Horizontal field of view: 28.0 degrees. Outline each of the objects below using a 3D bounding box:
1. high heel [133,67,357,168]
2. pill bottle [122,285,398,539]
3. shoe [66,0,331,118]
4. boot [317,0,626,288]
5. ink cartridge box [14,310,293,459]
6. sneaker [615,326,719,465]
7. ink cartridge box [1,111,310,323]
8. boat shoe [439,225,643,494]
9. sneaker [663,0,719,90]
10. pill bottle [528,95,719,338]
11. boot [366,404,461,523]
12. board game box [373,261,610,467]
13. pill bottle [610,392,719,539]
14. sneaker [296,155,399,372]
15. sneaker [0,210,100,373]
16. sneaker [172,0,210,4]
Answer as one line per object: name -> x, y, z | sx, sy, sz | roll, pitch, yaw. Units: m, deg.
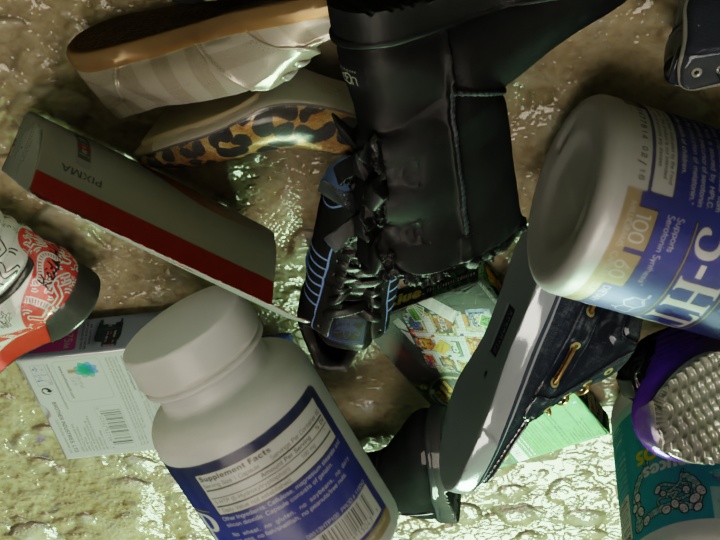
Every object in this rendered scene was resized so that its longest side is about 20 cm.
high heel -> -0.025, -0.071, 0.872 | 0.199, 0.072, 0.143 | -23, 130, 18
pill bottle -> -0.069, 0.115, 0.969 | 0.119, 0.120, 0.201 | -21, 111, 24
shoe -> -0.070, -0.127, 0.813 | 0.199, 0.070, 0.054 | -8, 118, 24
boot -> 0.069, -0.087, 0.783 | 0.197, 0.073, 0.163 | -19, 122, -19
ink cartridge box -> -0.137, 0.081, 1.060 | 0.199, 0.042, 0.120 | -5, 136, 8
sneaker -> 0.208, 0.077, 0.952 | 0.099, 0.200, 0.070 | -7, 99, 37
ink cartridge box -> -0.119, -0.035, 0.843 | 0.162, 0.050, 0.200 | 26, 177, -23
boat shoe -> 0.125, 0.070, 0.972 | 0.090, 0.071, 0.201 | 16, 109, -18
sneaker -> 0.246, -0.094, 0.795 | 0.145, 0.077, 0.203 | -14, 107, 10
pill bottle -> 0.213, -0.022, 0.865 | 0.199, 0.120, 0.120 | 14, 136, -12
boot -> -0.027, 0.151, 1.096 | 0.199, 0.066, 0.165 | 2, 149, 8
board game box -> 0.093, 0.074, 1.055 | 0.104, 0.024, 0.200 | -22, 131, 23
pill bottle -> 0.239, 0.173, 1.022 | 0.110, 0.201, 0.111 | 1, 137, 1
sneaker -> 0.000, 0.000, 0.901 | 0.070, 0.078, 0.200 | 3, 157, -7
sneaker -> -0.284, 0.030, 0.999 | 0.201, 0.067, 0.108 | -32, 126, 27
sneaker -> -0.108, -0.207, 0.729 | 0.087, 0.074, 0.200 | -23, 136, 17
